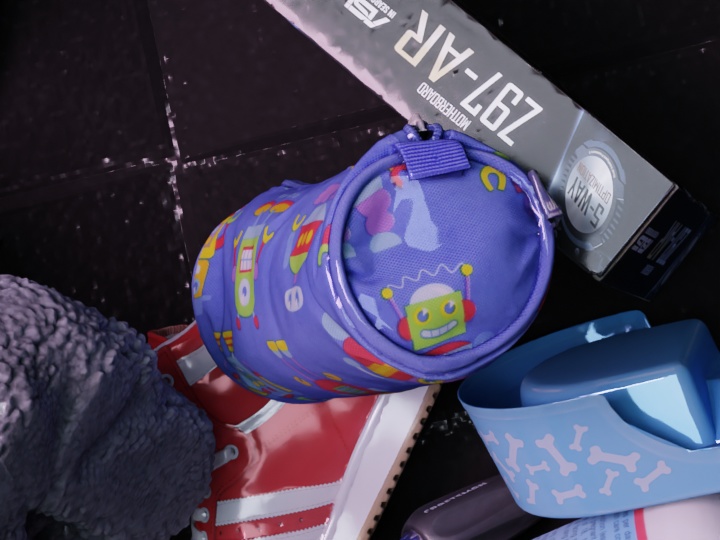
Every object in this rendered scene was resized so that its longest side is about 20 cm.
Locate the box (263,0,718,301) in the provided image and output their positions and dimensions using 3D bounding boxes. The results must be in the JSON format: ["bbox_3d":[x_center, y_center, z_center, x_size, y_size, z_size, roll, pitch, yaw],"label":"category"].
[{"bbox_3d":[0.035,-0.071,1.043,0.200,0.160,0.044,41,95,10],"label":"box"}]

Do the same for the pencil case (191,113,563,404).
[{"bbox_3d":[0.000,0.000,0.985,0.078,0.200,0.087,1,84,-17],"label":"pencil case"}]

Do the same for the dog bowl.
[{"bbox_3d":[0.137,0.043,1.048,0.200,0.111,0.050,-14,101,16],"label":"dog bowl"}]

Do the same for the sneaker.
[{"bbox_3d":[-0.054,0.094,1.113,0.112,0.071,0.200,26,91,0],"label":"sneaker"}]

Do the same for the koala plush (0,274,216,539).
[{"bbox_3d":[-0.183,0.050,1.005,0.200,0.184,0.177,28,68,23],"label":"koala plush"}]

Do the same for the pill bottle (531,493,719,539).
[{"bbox_3d":[0.097,0.144,1.059,0.200,0.109,0.109,-26,85,16],"label":"pill bottle"}]

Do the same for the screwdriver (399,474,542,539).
[{"bbox_3d":[-0.012,0.117,1.066,0.029,0.200,0.028,38,137,44],"label":"screwdriver"}]
